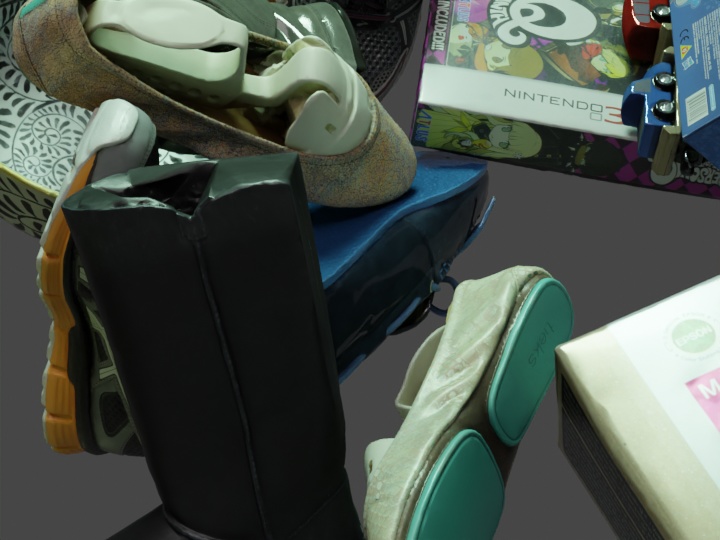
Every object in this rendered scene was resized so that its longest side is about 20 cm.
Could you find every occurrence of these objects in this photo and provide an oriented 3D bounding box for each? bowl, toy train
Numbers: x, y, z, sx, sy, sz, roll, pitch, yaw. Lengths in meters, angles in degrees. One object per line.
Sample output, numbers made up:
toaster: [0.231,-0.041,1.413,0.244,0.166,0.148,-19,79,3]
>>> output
bowl: [-0.134,-0.074,0.926,0.199,0.094,0.202,13,47,-15]
toy train: [0.151,-0.124,0.914,0.045,0.034,0.201,7,50,-1]

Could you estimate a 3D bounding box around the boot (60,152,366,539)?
boot: [-0.086,0.060,0.742,0.164,0.201,0.066,-14,29,-8]

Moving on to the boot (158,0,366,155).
boot: [-0.069,-0.131,0.906,0.130,0.068,0.201,5,57,-29]

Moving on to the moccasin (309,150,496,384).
moccasin: [0.000,0.000,0.868,0.080,0.069,0.200,6,26,32]

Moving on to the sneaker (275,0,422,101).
sneaker: [0.003,-0.173,0.942,0.080,0.201,0.075,1,28,-11]

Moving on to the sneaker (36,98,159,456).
sneaker: [-0.095,0.008,0.803,0.077,0.201,0.079,12,47,5]

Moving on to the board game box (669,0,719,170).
board game box: [0.201,-0.109,0.891,0.034,0.135,0.201,-31,40,34]

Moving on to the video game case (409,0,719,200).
video game case: [0.124,-0.130,0.960,0.180,0.036,0.201,11,50,-1]

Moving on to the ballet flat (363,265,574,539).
ballet flat: [0.037,0.077,0.812,0.062,0.068,0.200,-3,39,34]

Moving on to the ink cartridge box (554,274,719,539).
ink cartridge box: [0.203,0.070,0.771,0.199,0.075,0.165,-24,50,-10]

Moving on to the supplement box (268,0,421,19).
supplement box: [-0.071,-0.156,1.025,0.199,0.069,0.067,-13,47,-3]

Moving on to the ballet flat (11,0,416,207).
ballet flat: [-0.051,-0.079,0.800,0.199,0.067,0.068,15,59,-25]
